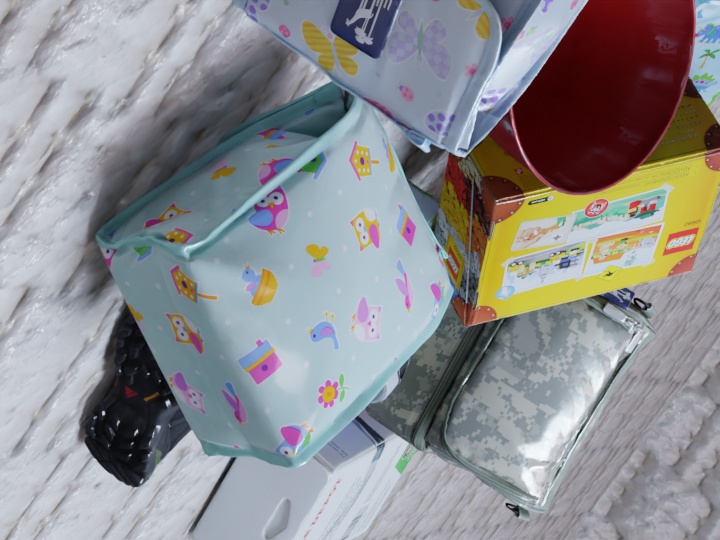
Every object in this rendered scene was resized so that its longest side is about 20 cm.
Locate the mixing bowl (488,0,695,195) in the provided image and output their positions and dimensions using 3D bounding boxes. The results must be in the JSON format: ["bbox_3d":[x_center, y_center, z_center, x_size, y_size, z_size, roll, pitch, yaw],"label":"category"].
[{"bbox_3d":[0.135,-0.162,1.661,0.200,0.108,0.201,-17,116,-40],"label":"mixing bowl"}]

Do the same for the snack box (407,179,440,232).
[{"bbox_3d":[-0.023,0.035,1.802,0.200,0.053,0.142,-44,160,-29],"label":"snack box"}]

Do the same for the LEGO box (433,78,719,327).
[{"bbox_3d":[0.165,-0.051,1.772,0.199,0.077,0.149,-13,143,-18],"label":"LEGO box"}]

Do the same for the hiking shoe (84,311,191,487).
[{"bbox_3d":[-0.119,0.054,1.577,0.200,0.076,0.101,-55,175,39],"label":"hiking shoe"}]

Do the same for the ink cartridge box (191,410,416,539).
[{"bbox_3d":[-0.038,0.174,1.998,0.147,0.083,0.200,-59,163,24],"label":"ink cartridge box"}]

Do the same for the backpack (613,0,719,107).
[{"bbox_3d":[0.228,-0.198,1.793,0.162,0.154,0.201,7,126,-21],"label":"backpack"}]

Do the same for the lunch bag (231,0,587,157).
[{"bbox_3d":[0.045,-0.185,1.323,0.200,0.169,0.127,-54,165,7],"label":"lunch bag"}]

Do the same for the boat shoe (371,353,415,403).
[{"bbox_3d":[0.002,0.001,1.685,0.068,0.073,0.200,-46,131,-36],"label":"boat shoe"}]

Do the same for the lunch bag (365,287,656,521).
[{"bbox_3d":[0.127,0.078,1.888,0.201,0.167,0.139,-60,154,4],"label":"lunch bag"}]

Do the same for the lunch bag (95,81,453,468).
[{"bbox_3d":[-0.039,-0.004,1.448,0.200,0.122,0.171,-41,117,-32],"label":"lunch bag"}]
